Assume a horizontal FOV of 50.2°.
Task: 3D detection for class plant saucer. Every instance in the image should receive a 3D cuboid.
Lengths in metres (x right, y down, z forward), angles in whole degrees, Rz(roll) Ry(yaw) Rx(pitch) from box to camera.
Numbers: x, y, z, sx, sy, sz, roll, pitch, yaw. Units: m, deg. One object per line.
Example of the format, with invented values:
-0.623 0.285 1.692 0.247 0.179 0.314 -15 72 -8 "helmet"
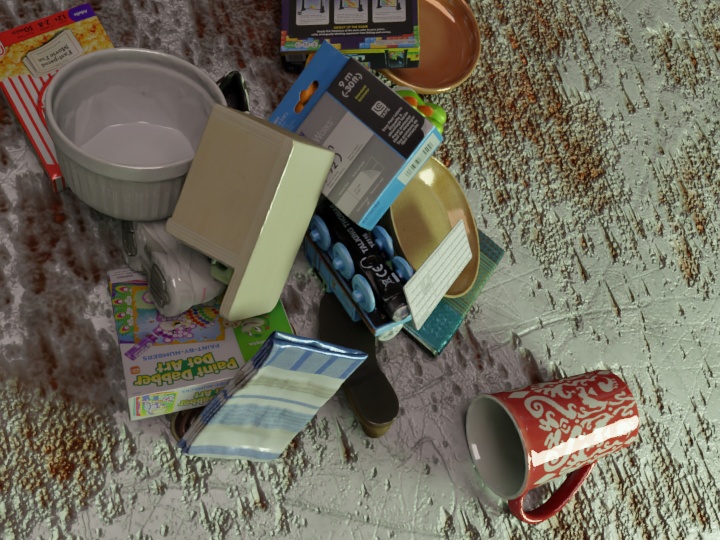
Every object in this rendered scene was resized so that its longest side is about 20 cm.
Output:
0.088 -0.357 1.169 0.196 0.037 0.204 5 73 -15 "plant saucer"
0.090 -0.058 1.026 0.199 0.035 0.204 24 57 -43 "plant saucer"

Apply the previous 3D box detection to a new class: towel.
0.102 0.003 1.077 0.146 0.022 0.201 39 65 -5 "towel"
-0.098 0.150 0.865 0.145 0.200 0.024 17 33 -42 "towel"

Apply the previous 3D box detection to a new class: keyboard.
0.100 0.000 0.957 0.200 0.010 0.057 -46 129 -52 "keyboard"

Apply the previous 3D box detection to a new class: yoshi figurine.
0.013 -0.207 1.018 0.197 0.112 0.114 19 109 3 "yoshi figurine"

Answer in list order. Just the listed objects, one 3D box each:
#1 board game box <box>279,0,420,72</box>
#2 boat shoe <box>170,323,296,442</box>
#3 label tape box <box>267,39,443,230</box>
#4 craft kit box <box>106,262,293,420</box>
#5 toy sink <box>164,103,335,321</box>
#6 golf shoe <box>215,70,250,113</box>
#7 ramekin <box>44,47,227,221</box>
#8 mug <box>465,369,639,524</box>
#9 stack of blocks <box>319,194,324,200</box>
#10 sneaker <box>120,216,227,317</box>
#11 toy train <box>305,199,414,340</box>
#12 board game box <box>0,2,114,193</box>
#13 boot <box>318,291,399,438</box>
-0.014 -0.373 1.099 0.196 0.057 0.169 0 72 3 "board game box"
-0.147 0.130 0.930 0.072 0.072 0.200 47 67 0 "boat shoe"
-0.022 -0.168 0.916 0.200 0.066 0.144 42 99 13 "label tape box"
-0.186 0.067 0.902 0.196 0.049 0.199 -9 49 -20 "craft kit box"
-0.129 -0.064 0.849 0.111 0.130 0.203 25 101 15 "toy sink"
-0.183 -0.164 0.995 0.076 0.094 0.204 6 74 -17 "golf shoe"
-0.255 -0.151 0.882 0.196 0.106 0.203 9 49 -11 "ramekin"
0.253 0.222 1.024 0.197 0.180 0.134 -11 41 -25 "mug"
-0.045 -0.179 1.061 0.199 0.059 0.116 -35 87 -23 "stack of blocks"
-0.222 -0.025 0.920 0.098 0.079 0.201 -8 48 -37 "sneaker"
0.000 0.000 0.965 0.086 0.115 0.201 -23 57 -21 "toy train"
-0.366 -0.222 0.977 0.150 0.046 0.202 -30 85 -23 "board game box"
-0.010 0.120 0.987 0.072 0.076 0.203 -13 60 -14 "boot"
